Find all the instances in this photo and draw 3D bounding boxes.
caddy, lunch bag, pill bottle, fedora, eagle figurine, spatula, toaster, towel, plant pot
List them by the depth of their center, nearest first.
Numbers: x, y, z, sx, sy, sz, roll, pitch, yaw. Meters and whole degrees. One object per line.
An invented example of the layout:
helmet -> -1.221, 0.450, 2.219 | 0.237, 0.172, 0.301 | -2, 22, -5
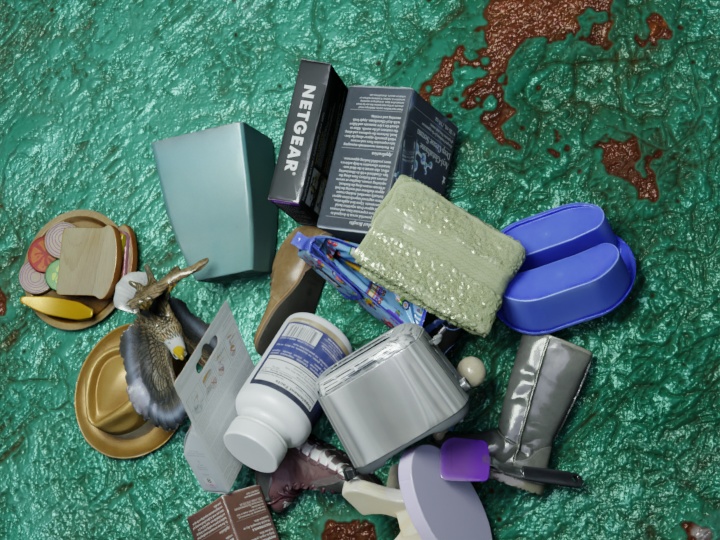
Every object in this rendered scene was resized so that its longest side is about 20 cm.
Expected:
toaster -> 0.032, 0.156, 1.263 | 0.199, 0.114, 0.130 | -32, 91, 14
towel -> 0.101, -0.018, 1.288 | 0.198, 0.037, 0.150 | 30, 70, -2
spatula -> 0.193, 0.251, 1.297 | 0.197, 0.021, 0.057 | 13, 57, -17
caddy -> 0.263, 0.002, 1.357 | 0.197, 0.105, 0.143 | -19, 52, 11
lunch bag -> 0.000, 0.000, 1.364 | 0.198, 0.151, 0.095 | 29, 87, -6
pill bottle -> -0.099, 0.164, 1.371 | 0.110, 0.112, 0.201 | 20, 54, 17
eagle figurine -> -0.261, 0.100, 1.420 | 0.149, 0.202, 0.152 | -6, 35, 11
plant pot -> -0.197, -0.089, 1.475 | 0.139, 0.141, 0.203 | -11, 84, 12
fedora -> -0.345, 0.172, 1.489 | 0.197, 0.082, 0.204 | -3, 79, 15

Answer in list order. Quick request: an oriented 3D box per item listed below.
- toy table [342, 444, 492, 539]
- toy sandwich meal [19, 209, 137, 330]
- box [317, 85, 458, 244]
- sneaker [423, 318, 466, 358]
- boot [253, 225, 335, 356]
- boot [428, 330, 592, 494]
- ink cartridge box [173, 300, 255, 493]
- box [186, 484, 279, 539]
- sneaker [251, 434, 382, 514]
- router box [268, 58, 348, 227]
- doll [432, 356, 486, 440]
toy table -> 0.072, 0.312, 1.302 | 0.116, 0.184, 0.201 | -21, 112, 30
toy sandwich meal -> -0.434, -0.004, 1.553 | 0.202, 0.070, 0.209 | -3, 79, 14
box -> 0.040, -0.130, 1.403 | 0.106, 0.148, 0.203 | 9, 82, 32
sneaker -> 0.088, 0.130, 1.398 | 0.199, 0.070, 0.078 | -40, 78, 10
boot -> -0.103, 0.028, 1.472 | 0.075, 0.074, 0.202 | 25, 82, 36
boot -> 0.197, 0.174, 1.356 | 0.179, 0.073, 0.203 | 16, 90, 3
ink cartridge box -> -0.193, 0.167, 1.361 | 0.056, 0.202, 0.163 | -4, 38, 27
box -> -0.151, 0.404, 1.381 | 0.100, 0.074, 0.202 | -36, 69, 41
sneaker -> -0.068, 0.295, 1.408 | 0.198, 0.075, 0.117 | 27, 93, 27
router box -> -0.065, -0.175, 1.450 | 0.050, 0.149, 0.203 | 10, 82, 15
doll -> 0.070, 0.160, 1.341 | 0.197, 0.048, 0.138 | -21, 88, 8
